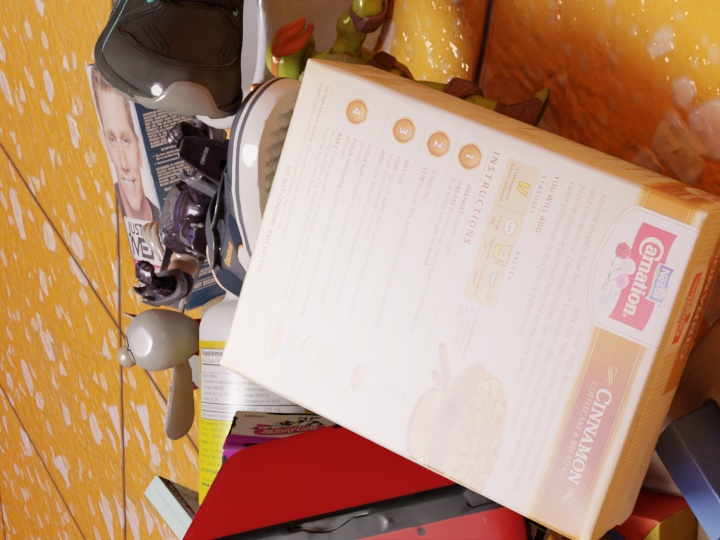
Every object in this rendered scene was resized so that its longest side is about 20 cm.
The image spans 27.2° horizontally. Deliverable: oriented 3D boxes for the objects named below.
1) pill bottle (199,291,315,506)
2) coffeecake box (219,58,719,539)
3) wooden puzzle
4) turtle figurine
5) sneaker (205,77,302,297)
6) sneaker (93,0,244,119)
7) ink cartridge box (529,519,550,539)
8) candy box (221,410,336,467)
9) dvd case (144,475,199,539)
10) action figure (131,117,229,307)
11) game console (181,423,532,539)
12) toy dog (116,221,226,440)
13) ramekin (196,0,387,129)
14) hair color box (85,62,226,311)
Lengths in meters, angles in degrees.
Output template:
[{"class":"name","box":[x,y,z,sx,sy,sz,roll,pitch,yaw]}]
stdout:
[{"class":"pill bottle","box":[-0.059,0.084,1.018,0.104,0.103,0.203,-3,86,63]},{"class":"coffeecake box","box":[0.051,0.009,0.685,0.198,0.073,0.155,24,104,23]},{"class":"wooden puzzle","box":[0.179,0.142,0.701,0.187,0.046,0.201,61,152,22]},{"class":"turtle figurine","box":[0.014,-0.096,0.769,0.160,0.065,0.202,24,130,6]},{"class":"sneaker","box":[-0.048,-0.029,0.783,0.079,0.079,0.201,26,152,27]},{"class":"sneaker","box":[-0.094,-0.146,0.756,0.201,0.074,0.080,-108,31,-54]},{"class":"ink cartridge box","box":[0.058,0.174,0.818,0.039,0.202,0.099,29,153,-11]},{"class":"candy box","box":[-0.017,0.194,0.935,0.061,0.134,0.203,-75,-12,-72]},{"class":"dvd case","box":[-0.056,0.227,1.099,0.022,0.199,0.146,-55,42,4]},{"class":"action figure","box":[-0.106,-0.040,0.969,0.200,0.068,0.132,177,100,-72]},{"class":"game console","box":[0.008,0.160,0.783,0.118,0.198,0.175,17,-120,-68]},{"class":"toy dog","box":[-0.133,0.065,1.122,0.200,0.096,0.133,41,-153,-50]},{"class":"ramekin","box":[-0.066,-0.196,0.904,0.200,0.097,0.203,41,141,46]},{"class":"hair color box","box":[-0.160,-0.075,1.210,0.100,0.060,0.203,10,115,60]}]
